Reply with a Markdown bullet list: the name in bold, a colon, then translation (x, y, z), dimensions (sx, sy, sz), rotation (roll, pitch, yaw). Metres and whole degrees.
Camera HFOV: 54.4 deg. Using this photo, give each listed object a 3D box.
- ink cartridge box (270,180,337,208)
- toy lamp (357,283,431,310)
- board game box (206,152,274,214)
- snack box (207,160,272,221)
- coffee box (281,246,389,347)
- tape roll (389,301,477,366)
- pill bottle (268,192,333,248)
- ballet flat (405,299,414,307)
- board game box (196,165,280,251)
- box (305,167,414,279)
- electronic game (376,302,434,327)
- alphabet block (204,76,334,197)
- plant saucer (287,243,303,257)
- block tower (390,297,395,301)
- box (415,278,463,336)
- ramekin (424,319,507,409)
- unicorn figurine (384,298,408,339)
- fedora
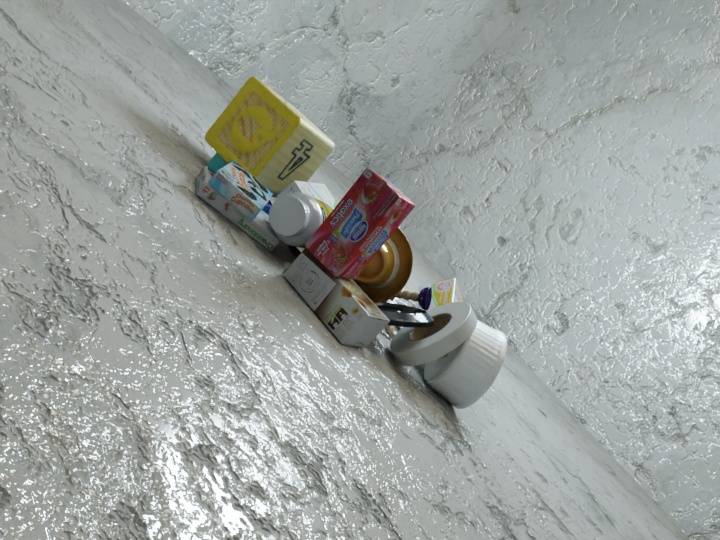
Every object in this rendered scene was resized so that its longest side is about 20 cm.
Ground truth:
- **ink cartridge box**: translation (-0.125, -0.150, 1.693), dimensions (0.118, 0.067, 0.200), rotation (57, 22, 10)
- **toy lamp**: translation (0.055, 0.045, 1.547), dimensions (0.198, 0.059, 0.058), rotation (8, -2, 19)
- **board game box**: translation (-0.262, -0.189, 1.693), dimensions (0.200, 0.045, 0.152), rotation (45, 10, 21)
- **snack box**: translation (-0.249, -0.172, 1.477), dimensions (0.116, 0.037, 0.200), rotation (41, 11, -11)
- **coffee box**: translation (-0.049, 0.054, 1.399), dimensions (0.200, 0.080, 0.114), rotation (47, 10, 23)
- **tape roll**: translation (0.159, 0.136, 1.532), dimensions (0.037, 0.202, 0.203), rotation (61, 6, -13)
- **pill bottle**: translation (-0.123, -0.105, 1.498), dimensions (0.112, 0.112, 0.200), rotation (44, 8, 11)
- **ballet flat**: translation (0.125, 0.120, 1.851), dimensions (0.200, 0.071, 0.069), rotation (47, 8, 22)
- **board game box**: translation (-0.259, -0.132, 1.486), dimensions (0.200, 0.035, 0.126), rotation (39, 11, -24)
- **box**: translation (0.000, -0.088, 1.367), dimensions (0.095, 0.200, 0.100), rotation (44, 12, 20)
- **electronic game**: translation (0.060, 0.098, 1.518), dimensions (0.198, 0.042, 0.200), rotation (7, 4, -1)
- **alphabet block**: translation (-0.216, -0.312, 1.698), dimensions (0.195, 0.197, 0.200), rotation (42, 8, 23)
- **plant saucer**: translation (-0.096, -0.030, 1.649), dimensions (0.199, 0.032, 0.200), rotation (33, 18, -12)
- **block tower**: translation (0.000, 0.000, 1.616), dimensions (0.199, 0.054, 0.058), rotation (35, 16, -4)
- **box**: translation (0.201, 0.123, 1.766), dimensions (0.200, 0.101, 0.113), rotation (-71, 144, -58)
- **ramekin**: translation (0.230, 0.199, 1.579), dimensions (0.097, 0.201, 0.201), rotation (33, 11, -12)
- **unicorn figurine**: translation (0.070, 0.094, 1.731), dimensions (0.137, 0.074, 0.200), rotation (46, 7, -8)
- **fedora**: translation (0.011, -0.027, 1.491), dimensions (0.201, 0.201, 0.082), rotation (45, 11, 15)
